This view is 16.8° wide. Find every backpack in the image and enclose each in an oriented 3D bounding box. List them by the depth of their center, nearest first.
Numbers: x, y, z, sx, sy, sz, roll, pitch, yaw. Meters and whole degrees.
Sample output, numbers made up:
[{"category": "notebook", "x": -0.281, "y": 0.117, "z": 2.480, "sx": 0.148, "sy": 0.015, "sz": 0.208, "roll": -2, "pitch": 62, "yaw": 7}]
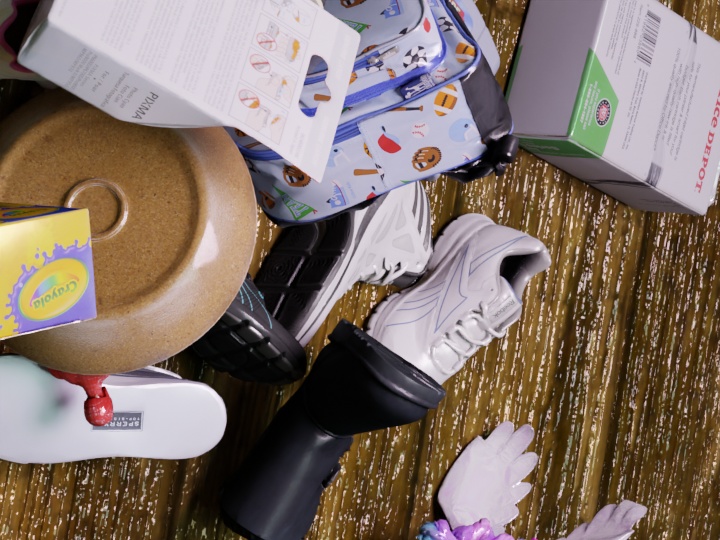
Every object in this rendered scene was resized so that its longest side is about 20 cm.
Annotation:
[{"category": "backpack", "x": -0.011, "y": -0.127, "z": 1.700, "sx": 0.190, "sy": 0.200, "sz": 0.154, "roll": -31, "pitch": 124, "yaw": 6}]

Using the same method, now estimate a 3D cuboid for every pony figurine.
[{"category": "pony figurine", "x": 0.115, "y": 0.240, "z": 1.927, "sx": 0.193, "sy": 0.166, "sz": 0.200, "roll": -39, "pitch": 136, "yaw": -28}]

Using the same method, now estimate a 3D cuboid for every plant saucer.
[{"category": "plant saucer", "x": -0.167, "y": -0.035, "z": 1.559, "sx": 0.035, "sy": 0.200, "sz": 0.200, "roll": 74, "pitch": 34, "yaw": -74}]

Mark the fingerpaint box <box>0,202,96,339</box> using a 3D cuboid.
[{"category": "fingerpaint box", "x": -0.286, "y": 0.005, "z": 1.450, "sx": 0.200, "sy": 0.167, "sz": 0.073, "roll": -13, "pitch": 104, "yaw": -44}]

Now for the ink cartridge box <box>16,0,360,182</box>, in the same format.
[{"category": "ink cartridge box", "x": -0.104, "y": -0.144, "z": 1.545, "sx": 0.200, "sy": 0.047, "sz": 0.160, "roll": 31, "pitch": 41, "yaw": -16}]

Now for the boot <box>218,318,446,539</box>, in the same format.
[{"category": "boot", "x": -0.024, "y": 0.125, "z": 1.701, "sx": 0.076, "sy": 0.200, "sz": 0.168, "roll": 33, "pitch": 89, "yaw": -13}]

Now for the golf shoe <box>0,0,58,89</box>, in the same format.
[{"category": "golf shoe", "x": -0.191, "y": -0.153, "z": 1.588, "sx": 0.200, "sy": 0.091, "sz": 0.075, "roll": -14, "pitch": 103, "yaw": -46}]

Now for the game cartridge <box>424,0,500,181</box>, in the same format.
[{"category": "game cartridge", "x": 0.030, "y": -0.179, "z": 1.857, "sx": 0.200, "sy": 0.042, "sz": 0.133, "roll": 47, "pitch": 66, "yaw": -38}]

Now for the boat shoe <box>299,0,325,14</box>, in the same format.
[{"category": "boat shoe", "x": -0.104, "y": -0.231, "z": 1.626, "sx": 0.201, "sy": 0.074, "sz": 0.063, "roll": 33, "pitch": 46, "yaw": -3}]

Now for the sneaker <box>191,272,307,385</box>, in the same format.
[{"category": "sneaker", "x": -0.103, "y": 0.003, "z": 1.696, "sx": 0.200, "sy": 0.075, "sz": 0.079, "roll": 43, "pitch": 51, "yaw": -27}]

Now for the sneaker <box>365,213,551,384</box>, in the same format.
[{"category": "sneaker", "x": 0.072, "y": 0.035, "z": 1.887, "sx": 0.200, "sy": 0.087, "sz": 0.075, "roll": -56, "pitch": 132, "yaw": -25}]

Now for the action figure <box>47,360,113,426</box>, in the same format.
[{"category": "action figure", "x": -0.178, "y": 0.004, "z": 1.594, "sx": 0.052, "sy": 0.065, "sz": 0.200, "roll": 47, "pitch": 36, "yaw": -67}]

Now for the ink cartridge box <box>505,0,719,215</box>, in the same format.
[{"category": "ink cartridge box", "x": 0.218, "y": -0.144, "z": 2.021, "sx": 0.200, "sy": 0.084, "sz": 0.146, "roll": 26, "pitch": 76, "yaw": -45}]

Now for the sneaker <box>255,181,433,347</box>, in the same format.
[{"category": "sneaker", "x": 0.000, "y": 0.000, "z": 1.815, "sx": 0.115, "sy": 0.076, "sz": 0.201, "roll": 47, "pitch": 59, "yaw": -36}]

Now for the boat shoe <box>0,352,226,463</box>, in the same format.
[{"category": "boat shoe", "x": -0.192, "y": 0.087, "z": 1.632, "sx": 0.200, "sy": 0.068, "sz": 0.072, "roll": 3, "pitch": 100, "yaw": -25}]
